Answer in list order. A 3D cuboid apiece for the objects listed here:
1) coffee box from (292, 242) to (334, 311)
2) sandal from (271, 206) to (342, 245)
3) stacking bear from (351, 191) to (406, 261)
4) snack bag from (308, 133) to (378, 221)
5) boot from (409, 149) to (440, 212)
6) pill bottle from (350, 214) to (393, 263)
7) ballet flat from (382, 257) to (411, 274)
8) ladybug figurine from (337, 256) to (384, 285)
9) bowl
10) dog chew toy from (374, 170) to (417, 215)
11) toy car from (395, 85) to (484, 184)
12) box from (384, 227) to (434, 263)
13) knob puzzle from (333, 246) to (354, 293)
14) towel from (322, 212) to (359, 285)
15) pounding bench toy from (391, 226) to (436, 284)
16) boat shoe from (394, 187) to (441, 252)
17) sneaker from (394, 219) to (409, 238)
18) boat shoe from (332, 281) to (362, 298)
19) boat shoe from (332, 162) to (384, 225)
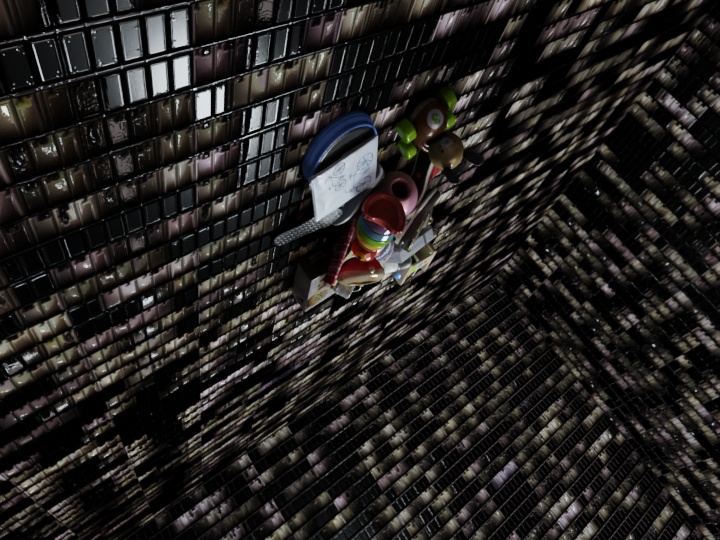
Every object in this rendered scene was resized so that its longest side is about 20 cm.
[{"bbox_3d":[-0.136,0.023,1.670,0.111,0.081,0.202,-30,160,-27],"label":"coffee box"},{"bbox_3d":[-0.138,-0.126,1.396,0.194,0.046,0.076,-24,155,-3],"label":"sandal"},{"bbox_3d":[0.033,-0.099,1.461,0.202,0.118,0.116,-58,-173,49],"label":"stacking bear"},{"bbox_3d":[-0.039,-0.210,1.287,0.197,0.022,0.190,-36,161,-15],"label":"snack bag"},{"bbox_3d":[0.193,-0.265,1.625,0.143,0.071,0.205,-15,132,-58],"label":"boot"},{"bbox_3d":[0.030,-0.096,1.654,0.119,0.121,0.200,-39,164,3],"label":"pill bottle"},{"bbox_3d":[0.082,-0.018,1.889,0.195,0.071,0.068,-5,-167,40],"label":"ballet flat"},{"bbox_3d":[0.000,0.000,1.612,0.131,0.075,0.199,-1,173,-24],"label":"ladybug figurine"},{"bbox_3d":[-0.043,-0.265,1.250,0.198,0.040,0.202,-36,162,-13],"label":"bowl"},{"bbox_3d":[0.086,-0.197,1.549,0.123,0.127,0.200,-33,178,-16],"label":"dog chew toy"},{"bbox_3d":[0.208,-0.314,1.377,0.162,0.202,0.158,-36,162,-5],"label":"toy car"},{"bbox_3d":[0.133,-0.082,1.850,0.152,0.043,0.198,-3,-157,44],"label":"box"},{"bbox_3d":[-0.058,-0.001,1.827,0.219,0.030,0.221,-43,162,-17],"label":"knob puzzle"},{"bbox_3d":[-0.054,-0.059,1.511,0.144,0.022,0.207,-163,-87,-80],"label":"towel"},{"bbox_3d":[0.181,-0.072,2.014,0.153,0.125,0.202,-28,159,-30],"label":"pounding bench toy"},{"bbox_3d":[0.177,-0.147,1.613,0.203,0.060,0.072,-54,180,21],"label":"boat shoe"},{"bbox_3d":[0.120,-0.155,1.778,0.080,0.116,0.200,-37,-168,6],"label":"sneaker"},{"bbox_3d":[-0.027,0.039,1.774,0.073,0.068,0.200,-55,175,17],"label":"boat shoe"},{"bbox_3d":[-0.008,-0.197,1.448,0.202,0.070,0.066,-52,159,11],"label":"boat shoe"}]
